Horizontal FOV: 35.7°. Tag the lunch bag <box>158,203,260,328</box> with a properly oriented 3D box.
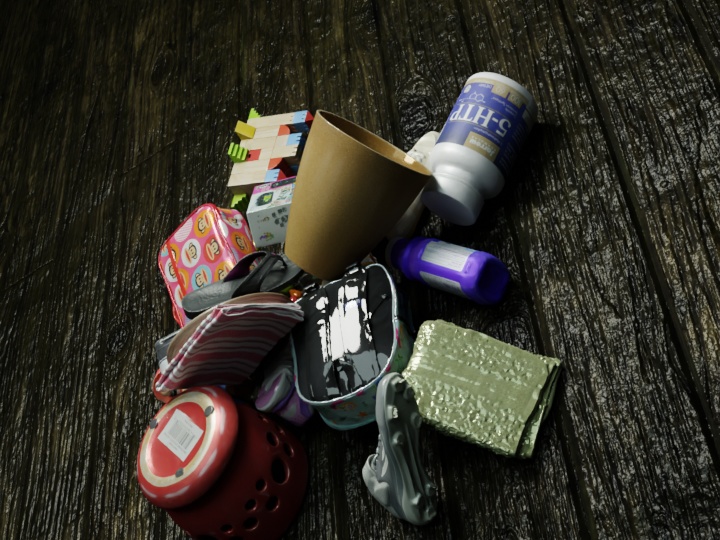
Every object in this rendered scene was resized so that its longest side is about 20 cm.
[{"bbox_3d":[-0.236,0.017,1.745,0.176,0.081,0.202,-40,60,27],"label":"lunch bag"}]

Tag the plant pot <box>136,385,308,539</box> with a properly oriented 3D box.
[{"bbox_3d":[-0.200,0.276,1.557,0.198,0.182,0.203,-24,47,28],"label":"plant pot"}]

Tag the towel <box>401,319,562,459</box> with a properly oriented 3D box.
[{"bbox_3d":[0.145,0.150,1.415,0.197,0.037,0.150,17,63,21],"label":"towel"}]

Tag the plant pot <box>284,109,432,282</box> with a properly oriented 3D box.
[{"bbox_3d":[-0.024,-0.092,1.583,0.186,0.184,0.202,42,108,50],"label":"plant pot"}]

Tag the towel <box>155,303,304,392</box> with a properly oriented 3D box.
[{"bbox_3d":[-0.180,0.110,1.536,0.200,0.145,0.030,-48,57,36],"label":"towel"}]

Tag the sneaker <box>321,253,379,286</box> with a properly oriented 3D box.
[{"bbox_3d":[0.000,0.000,1.692,0.088,0.076,0.202,10,46,8],"label":"sneaker"}]

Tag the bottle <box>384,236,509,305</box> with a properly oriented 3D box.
[{"bbox_3d":[0.116,-0.006,1.575,0.198,0.083,0.066,18,80,48],"label":"bottle"}]

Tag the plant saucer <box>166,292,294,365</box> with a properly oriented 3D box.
[{"bbox_3d":[-0.178,0.101,1.588,0.199,0.200,0.030,-35,64,14],"label":"plant saucer"}]

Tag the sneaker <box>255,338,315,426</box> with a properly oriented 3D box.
[{"bbox_3d":[-0.093,0.159,1.638,0.081,0.088,0.201,-47,15,25],"label":"sneaker"}]

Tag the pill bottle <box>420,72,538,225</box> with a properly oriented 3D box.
[{"bbox_3d":[0.169,-0.174,1.633,0.118,0.120,0.202,9,65,45],"label":"pill bottle"}]

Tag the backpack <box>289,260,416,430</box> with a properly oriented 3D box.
[{"bbox_3d":[-0.004,0.117,1.528,0.175,0.151,0.202,-24,40,16],"label":"backpack"}]

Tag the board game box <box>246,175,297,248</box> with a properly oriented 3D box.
[{"bbox_3d":[-0.071,-0.107,1.745,0.196,0.065,0.148,-13,21,5],"label":"board game box"}]

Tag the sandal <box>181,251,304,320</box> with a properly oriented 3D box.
[{"bbox_3d":[-0.165,0.012,1.615,0.198,0.049,0.075,-24,35,-18],"label":"sandal"}]

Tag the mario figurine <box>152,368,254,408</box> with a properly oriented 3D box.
[{"bbox_3d":[-0.259,0.190,1.734,0.198,0.106,0.125,8,66,43],"label":"mario figurine"}]

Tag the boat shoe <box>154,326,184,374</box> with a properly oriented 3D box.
[{"bbox_3d":[-0.213,0.085,1.638,0.198,0.072,0.069,-30,65,12],"label":"boat shoe"}]

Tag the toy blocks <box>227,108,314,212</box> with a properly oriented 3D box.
[{"bbox_3d":[-0.148,-0.200,1.968,0.134,0.100,0.203,-4,55,26],"label":"toy blocks"}]

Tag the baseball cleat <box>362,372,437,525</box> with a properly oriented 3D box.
[{"bbox_3d":[0.035,0.224,1.394,0.105,0.204,0.069,-1,16,44],"label":"baseball cleat"}]

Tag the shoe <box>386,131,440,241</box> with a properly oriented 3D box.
[{"bbox_3d":[0.081,-0.137,1.732,0.069,0.053,0.203,1,60,42],"label":"shoe"}]

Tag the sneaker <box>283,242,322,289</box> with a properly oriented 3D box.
[{"bbox_3d":[-0.086,-0.041,1.774,0.077,0.091,0.202,-34,42,13],"label":"sneaker"}]

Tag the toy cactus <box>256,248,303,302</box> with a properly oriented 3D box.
[{"bbox_3d":[-0.181,0.049,1.799,0.166,0.102,0.200,-53,49,8],"label":"toy cactus"}]
